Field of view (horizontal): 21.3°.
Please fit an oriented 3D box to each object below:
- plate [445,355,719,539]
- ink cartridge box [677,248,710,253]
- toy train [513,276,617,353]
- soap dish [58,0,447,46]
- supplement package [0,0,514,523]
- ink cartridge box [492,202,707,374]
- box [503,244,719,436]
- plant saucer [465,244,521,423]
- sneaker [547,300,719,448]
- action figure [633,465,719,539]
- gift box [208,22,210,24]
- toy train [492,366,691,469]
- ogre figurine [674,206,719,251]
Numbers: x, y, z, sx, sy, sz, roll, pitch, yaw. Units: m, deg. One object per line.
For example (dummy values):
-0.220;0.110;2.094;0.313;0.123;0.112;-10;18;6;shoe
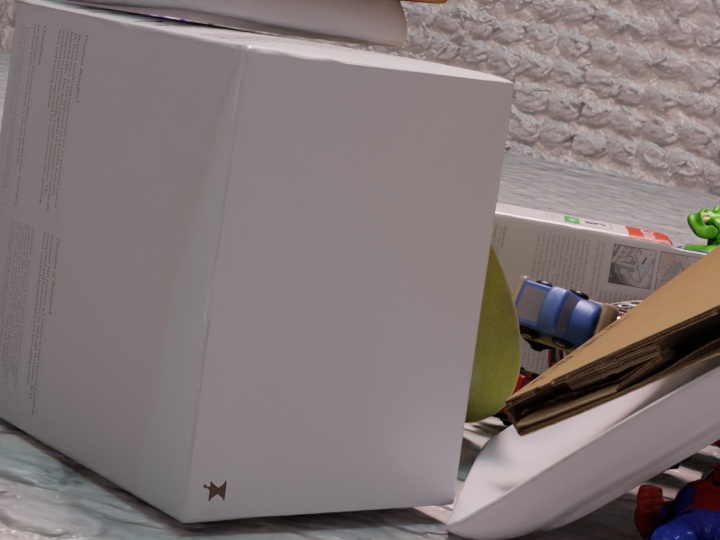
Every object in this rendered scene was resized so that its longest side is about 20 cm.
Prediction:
0.137;0.057;0.861;0.199;0.032;0.200;-33;1;10;plate
0.215;0.016;1.260;0.196;0.048;0.199;4;-19;-39;ink cartridge box
0.157;0.043;0.987;0.199;0.034;0.046;18;-8;30;toy train
-0.077;-0.161;0.922;0.156;0.082;0.199;3;7;-42;soap dish
-0.059;-0.010;0.856;0.146;0.193;0.199;2;10;-38;supplement package
0.139;0.028;1.122;0.198;0.110;0.050;10;8;2;ink cartridge box
0.175;0.001;0.863;0.199;0.021;0.163;-32;0;-34;box
0.000;0.000;0.985;0.031;0.202;0.199;-34;32;-28;plant saucer
0.197;0.057;1.031;0.198;0.081;0.075;12;-11;18;sneaker
0.143;0.111;0.788;0.065;0.052;0.200;6;5;12;action figure
-0.055;-0.073;1.340;0.185;0.187;0.200;11;2;-3;gift box
0.085;0.069;1.031;0.199;0.034;0.046;15;1;32;toy train
0.253;0.006;1.498;0.119;0.099;0.200;-6;-15;25;ogre figurine
